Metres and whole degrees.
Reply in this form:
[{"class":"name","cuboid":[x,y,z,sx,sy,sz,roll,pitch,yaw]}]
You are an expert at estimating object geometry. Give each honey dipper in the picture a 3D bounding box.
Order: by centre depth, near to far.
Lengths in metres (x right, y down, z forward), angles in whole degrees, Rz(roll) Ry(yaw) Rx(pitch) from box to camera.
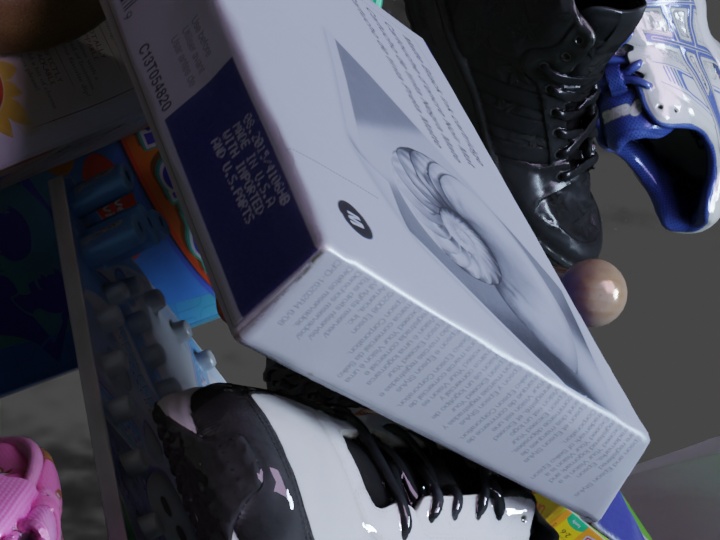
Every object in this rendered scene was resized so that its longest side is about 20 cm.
[{"class":"honey dipper","cuboid":[0.058,0.003,0.798,0.038,0.200,0.038,-1,94,-9]}]

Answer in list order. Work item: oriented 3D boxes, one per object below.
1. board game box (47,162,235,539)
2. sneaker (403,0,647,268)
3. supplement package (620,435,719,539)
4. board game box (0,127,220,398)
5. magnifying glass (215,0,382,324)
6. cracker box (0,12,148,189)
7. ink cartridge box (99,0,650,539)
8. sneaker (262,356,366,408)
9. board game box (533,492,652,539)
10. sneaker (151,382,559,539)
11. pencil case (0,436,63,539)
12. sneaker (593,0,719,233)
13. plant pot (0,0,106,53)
[{"class":"board game box","cuboid":[-0.030,0.091,0.694,0.200,0.026,0.200,58,11,-45]},{"class":"sneaker","cuboid":[0.089,-0.096,1.000,0.060,0.104,0.200,-38,104,-51]},{"class":"supplement package","cuboid":[0.236,0.162,0.996,0.147,0.191,0.201,-11,84,-52]},{"class":"board game box","cuboid":[-0.119,-0.037,0.770,0.200,0.045,0.152,-22,90,-53]},{"class":"magnifying glass","cuboid":[-0.018,-0.061,0.777,0.080,0.022,0.200,91,10,-48]},{"class":"cracker box","cuboid":[-0.125,-0.097,0.709,0.200,0.058,0.134,-29,92,-51]},{"class":"ink cartridge box","cuboid":[0.013,-0.021,0.657,0.200,0.041,0.200,32,24,-43]},{"class":"sneaker","cuboid":[0.000,0.000,0.881,0.090,0.070,0.201,-19,92,-60]},{"class":"board game box","cuboid":[0.067,0.065,0.894,0.096,0.030,0.200,42,13,-35]},{"class":"sneaker","cuboid":[0.003,0.063,0.624,0.200,0.080,0.074,37,31,-71]},{"class":"pencil case","cuboid":[-0.085,0.147,0.585,0.087,0.083,0.200,-122,-169,-75]},{"class":"sneaker","cuboid":[0.139,-0.108,1.091,0.200,0.075,0.088,51,42,-22]},{"class":"plant pot","cuboid":[-0.132,-0.163,0.671,0.200,0.027,0.201,27,50,-36]}]
